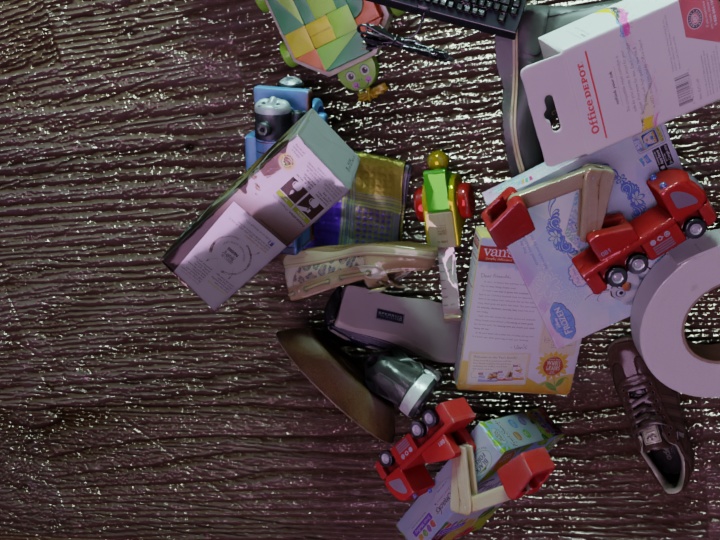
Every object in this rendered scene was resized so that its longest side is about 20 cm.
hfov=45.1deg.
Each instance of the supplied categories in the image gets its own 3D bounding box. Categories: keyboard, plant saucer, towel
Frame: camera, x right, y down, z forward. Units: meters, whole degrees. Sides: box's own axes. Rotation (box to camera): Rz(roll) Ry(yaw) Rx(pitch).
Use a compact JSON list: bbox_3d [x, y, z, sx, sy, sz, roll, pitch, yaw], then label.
[{"bbox_3d":[0.069,-0.281,0.905,0.199,0.021,0.128,18,99,12],"label":"keyboard"},{"bbox_3d":[-0.021,0.134,1.084,0.200,0.200,0.035,43,92,-3],"label":"plant saucer"},{"bbox_3d":[-0.035,-0.083,1.078,0.199,0.023,0.144,12,116,12],"label":"towel"}]

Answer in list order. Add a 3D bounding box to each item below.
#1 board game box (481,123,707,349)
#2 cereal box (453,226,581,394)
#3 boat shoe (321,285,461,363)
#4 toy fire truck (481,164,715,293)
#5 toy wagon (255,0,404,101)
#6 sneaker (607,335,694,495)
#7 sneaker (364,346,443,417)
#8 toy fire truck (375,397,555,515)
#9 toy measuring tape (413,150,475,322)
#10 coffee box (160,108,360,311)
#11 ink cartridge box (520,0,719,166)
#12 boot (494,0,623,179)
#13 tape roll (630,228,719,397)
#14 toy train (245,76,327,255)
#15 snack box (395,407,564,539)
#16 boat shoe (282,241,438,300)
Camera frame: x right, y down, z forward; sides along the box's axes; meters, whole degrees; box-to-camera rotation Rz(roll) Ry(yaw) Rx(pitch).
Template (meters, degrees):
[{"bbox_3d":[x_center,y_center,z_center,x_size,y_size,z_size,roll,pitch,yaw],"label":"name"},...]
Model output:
[{"bbox_3d":[0.264,-0.040,0.947,0.199,0.043,0.200,-26,112,9],"label":"board game box"},{"bbox_3d":[0.194,0.050,1.027,0.143,0.040,0.201,4,112,-5],"label":"cereal box"},{"bbox_3d":[0.045,0.074,1.102,0.199,0.075,0.093,20,159,-11],"label":"boat shoe"},{"bbox_3d":[0.241,-0.056,0.881,0.200,0.049,0.141,-34,110,12],"label":"toy fire truck"},{"bbox_3d":[-0.027,-0.285,0.980,0.155,0.040,0.200,-19,105,24],"label":"toy wagon"},{"bbox_3d":[0.352,0.174,1.033,0.070,0.076,0.200,-22,104,25],"label":"sneaker"},{"bbox_3d":[0.049,0.130,1.055,0.090,0.200,0.067,35,88,9],"label":"sneaker"},{"bbox_3d":[0.113,0.228,1.002,0.200,0.049,0.141,-49,60,33],"label":"toy fire truck"},{"bbox_3d":[0.104,-0.043,1.019,0.073,0.074,0.201,-4,103,19],"label":"toy measuring tape"},{"bbox_3d":[-0.102,-0.064,0.904,0.200,0.113,0.080,-40,104,19],"label":"coffee box"},{"bbox_3d":[0.254,-0.197,0.862,0.199,0.068,0.117,-22,118,1],"label":"ink cartridge box"},{"bbox_3d":[0.221,-0.186,0.927,0.138,0.077,0.201,-5,112,14],"label":"boot"},{"bbox_3d":[0.398,0.048,0.951,0.202,0.037,0.203,-1,118,-2],"label":"tape roll"},{"bbox_3d":[-0.088,-0.119,1.003,0.086,0.114,0.201,8,115,14],"label":"toy train"},{"bbox_3d":[0.151,0.266,1.099,0.053,0.142,0.200,49,122,29],"label":"snack box"},{"bbox_3d":[0.000,0.000,1.012,0.199,0.073,0.063,-4,90,32],"label":"boat shoe"}]
